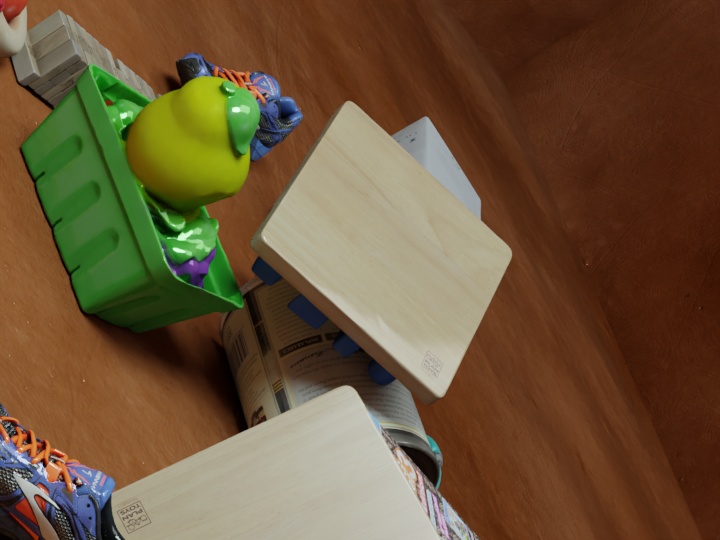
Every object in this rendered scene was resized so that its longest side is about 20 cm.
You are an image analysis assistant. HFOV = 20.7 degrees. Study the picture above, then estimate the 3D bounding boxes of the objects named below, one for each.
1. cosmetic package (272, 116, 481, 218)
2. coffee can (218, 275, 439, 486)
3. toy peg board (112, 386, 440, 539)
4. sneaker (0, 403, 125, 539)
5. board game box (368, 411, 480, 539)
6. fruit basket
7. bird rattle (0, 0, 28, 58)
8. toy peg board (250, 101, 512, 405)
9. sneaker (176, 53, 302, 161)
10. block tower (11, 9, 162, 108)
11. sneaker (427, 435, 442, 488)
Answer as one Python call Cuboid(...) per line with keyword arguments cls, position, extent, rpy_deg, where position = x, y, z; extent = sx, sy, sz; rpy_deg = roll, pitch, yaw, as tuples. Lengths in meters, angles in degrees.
Cuboid(cls="cosmetic package", position=(0.013, -0.036, 2.033), extent=(0.123, 0.199, 0.200), rpy_deg=(56, 14, -19))
Cuboid(cls="coffee can", position=(-0.030, 0.111, 1.695), extent=(0.146, 0.146, 0.200), rpy_deg=(43, 22, -51))
Cuboid(cls="toy peg board", position=(-0.050, 0.219, 1.349), extent=(0.199, 0.200, 0.098), rpy_deg=(59, -17, 25))
Cuboid(cls="sneaker", position=(-0.191, 0.136, 1.213), extent=(0.200, 0.078, 0.075), rpy_deg=(57, 13, -14))
Cuboid(cls="board game box", position=(-0.005, 0.232, 1.513), extent=(0.200, 0.159, 0.097), rpy_deg=(50, 17, -33))
Cuboid(cls="fruit basket", position=(-0.147, -0.074, 1.544), extent=(0.155, 0.215, 0.216), rpy_deg=(31, 33, -64))
Cuboid(cls="bird rattle", position=(-0.297, -0.242, 1.577), extent=(0.163, 0.112, 0.200), rpy_deg=(69, 3, -56))
Cuboid(cls="toy peg board", position=(0.000, 0.000, 1.651), extent=(0.200, 0.098, 0.199), rpy_deg=(42, 43, -12))
Cuboid(cls="sneaker", position=(-0.127, -0.184, 2.055), extent=(0.200, 0.078, 0.075), rpy_deg=(32, 32, -63))
Cuboid(cls="block tower", position=(-0.227, -0.154, 1.723), extent=(0.200, 0.058, 0.054), rpy_deg=(38, 25, -55))
Cuboid(cls="sneaker", position=(0.026, 0.195, 1.875), extent=(0.121, 0.084, 0.200), rpy_deg=(42, 19, -27))
